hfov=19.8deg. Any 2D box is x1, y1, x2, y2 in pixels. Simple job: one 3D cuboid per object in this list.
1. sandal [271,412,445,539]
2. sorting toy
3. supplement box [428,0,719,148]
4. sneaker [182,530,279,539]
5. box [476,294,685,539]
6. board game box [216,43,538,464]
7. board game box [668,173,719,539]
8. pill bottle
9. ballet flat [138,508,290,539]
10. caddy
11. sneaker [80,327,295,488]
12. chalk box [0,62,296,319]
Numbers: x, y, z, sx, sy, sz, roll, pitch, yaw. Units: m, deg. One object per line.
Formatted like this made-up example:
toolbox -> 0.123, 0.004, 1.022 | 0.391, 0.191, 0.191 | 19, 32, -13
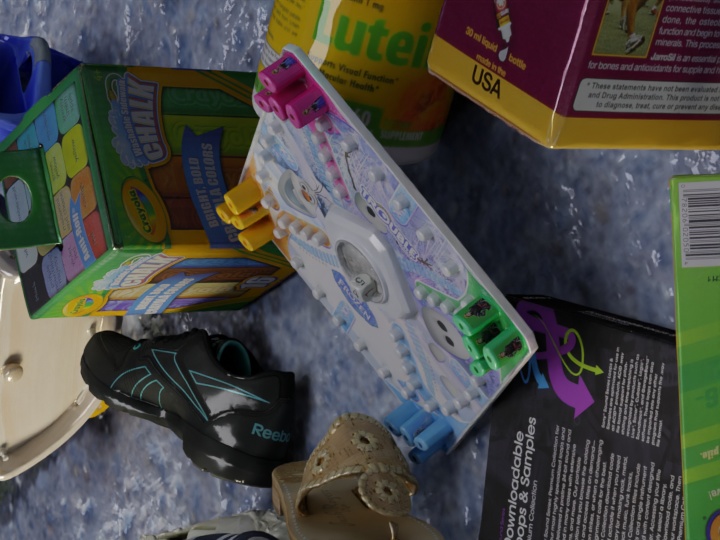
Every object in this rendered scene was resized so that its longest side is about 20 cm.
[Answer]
sandal -> -0.010, 0.114, 1.171 | 0.212, 0.077, 0.070 | -162, 68, -73
sorting toy -> -0.254, 0.010, 1.468 | 0.180, 0.107, 0.200 | 46, 140, 32
supplement box -> 0.130, -0.165, 0.947 | 0.103, 0.131, 0.201 | 39, 121, 46
sneaker -> -0.069, 0.249, 1.201 | 0.108, 0.070, 0.201 | -26, 68, 52
box -> 0.138, 0.099, 1.039 | 0.200, 0.036, 0.143 | 17, 104, 51
board game box -> 0.000, 0.000, 1.108 | 0.200, 0.026, 0.200 | 52, 159, 10
board game box -> 0.192, 0.055, 0.929 | 0.095, 0.030, 0.201 | -2, 86, 13
pill bottle -> 0.015, -0.169, 1.131 | 0.111, 0.111, 0.201 | 39, 122, 46
ballet flat -> -0.098, 0.189, 1.325 | 0.200, 0.072, 0.072 | -21, 75, 53
caddy -> -0.233, -0.109, 1.421 | 0.200, 0.141, 0.105 | -118, 45, -63
sneaker -> -0.109, 0.073, 1.355 | 0.200, 0.075, 0.079 | 27, 101, 42
chalk box -> -0.142, -0.047, 1.273 | 0.124, 0.200, 0.125 | -33, 65, 49
